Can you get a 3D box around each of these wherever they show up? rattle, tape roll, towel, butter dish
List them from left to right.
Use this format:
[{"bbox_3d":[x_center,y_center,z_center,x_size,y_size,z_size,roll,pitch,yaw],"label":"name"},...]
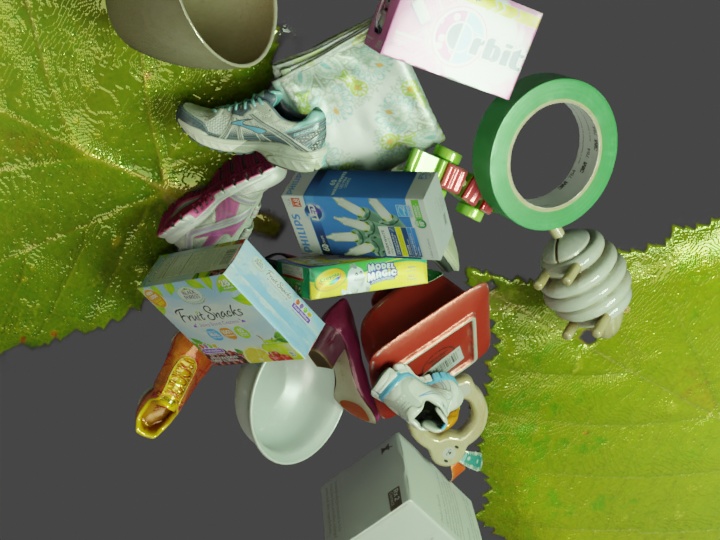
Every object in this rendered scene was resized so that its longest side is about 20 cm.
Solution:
[{"bbox_3d":[-0.003,-0.213,1.495,0.170,0.048,0.201,-25,119,8],"label":"towel"},{"bbox_3d":[0.069,0.079,1.614,0.199,0.148,0.200,-33,149,-13],"label":"butter dish"},{"bbox_3d":[0.147,0.265,1.729,0.129,0.143,0.202,-17,115,-19],"label":"rattle"},{"bbox_3d":[0.243,-0.155,1.518,0.199,0.048,0.202,-10,113,-23],"label":"tape roll"}]

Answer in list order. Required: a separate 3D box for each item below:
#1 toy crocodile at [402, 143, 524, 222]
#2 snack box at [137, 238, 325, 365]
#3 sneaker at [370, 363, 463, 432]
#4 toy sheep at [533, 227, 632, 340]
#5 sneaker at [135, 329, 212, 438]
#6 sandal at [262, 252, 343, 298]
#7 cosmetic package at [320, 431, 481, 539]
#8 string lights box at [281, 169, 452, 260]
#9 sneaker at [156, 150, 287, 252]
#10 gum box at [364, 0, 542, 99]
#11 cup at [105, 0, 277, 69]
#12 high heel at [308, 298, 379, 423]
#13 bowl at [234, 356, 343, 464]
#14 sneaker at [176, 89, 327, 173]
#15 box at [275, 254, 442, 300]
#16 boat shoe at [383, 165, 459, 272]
[{"bbox_3d":[0.136,-0.113,1.536,0.199,0.062,0.068,25,95,-37],"label":"toy crocodile"},{"bbox_3d":[-0.172,0.046,1.523,0.199,0.068,0.169,-9,131,45],"label":"snack box"},{"bbox_3d":[0.092,0.184,1.546,0.075,0.087,0.200,-51,150,15],"label":"sneaker"},{"bbox_3d":[0.308,0.011,1.610,0.137,0.138,0.201,-26,113,8],"label":"toy sheep"},{"bbox_3d":[-0.257,0.158,1.652,0.073,0.077,0.201,24,110,-17],"label":"sneaker"},{"bbox_3d":[-0.106,0.007,1.612,0.198,0.045,0.076,0,125,-24],"label":"sandal"},{"bbox_3d":[0.065,0.395,1.771,0.165,0.165,0.200,-38,116,14],"label":"cosmetic package"},{"bbox_3d":[0.009,-0.073,1.488,0.198,0.059,0.103,3,134,25],"label":"string lights box"},{"bbox_3d":[-0.170,-0.083,1.533,0.199,0.082,0.088,-32,119,20],"label":"sneaker"},{"bbox_3d":[0.109,-0.299,1.423,0.199,0.066,0.114,15,105,-24],"label":"gum box"},{"bbox_3d":[-0.211,-0.320,1.345,0.142,0.201,0.201,-9,124,29],"label":"cup"},{"bbox_3d":[-0.004,0.134,1.646,0.067,0.096,0.201,11,146,33],"label":"high heel"},{"bbox_3d":[-0.113,0.167,1.643,0.200,0.090,0.203,-18,113,-47],"label":"bowl"},{"bbox_3d":[-0.133,-0.193,1.459,0.198,0.078,0.087,14,118,4],"label":"sneaker"},{"bbox_3d":[0.000,0.000,1.546,0.199,0.117,0.049,-6,98,-26],"label":"box"},{"bbox_3d":[0.073,-0.064,1.573,0.067,0.072,0.200,-22,134,24],"label":"boat shoe"}]
